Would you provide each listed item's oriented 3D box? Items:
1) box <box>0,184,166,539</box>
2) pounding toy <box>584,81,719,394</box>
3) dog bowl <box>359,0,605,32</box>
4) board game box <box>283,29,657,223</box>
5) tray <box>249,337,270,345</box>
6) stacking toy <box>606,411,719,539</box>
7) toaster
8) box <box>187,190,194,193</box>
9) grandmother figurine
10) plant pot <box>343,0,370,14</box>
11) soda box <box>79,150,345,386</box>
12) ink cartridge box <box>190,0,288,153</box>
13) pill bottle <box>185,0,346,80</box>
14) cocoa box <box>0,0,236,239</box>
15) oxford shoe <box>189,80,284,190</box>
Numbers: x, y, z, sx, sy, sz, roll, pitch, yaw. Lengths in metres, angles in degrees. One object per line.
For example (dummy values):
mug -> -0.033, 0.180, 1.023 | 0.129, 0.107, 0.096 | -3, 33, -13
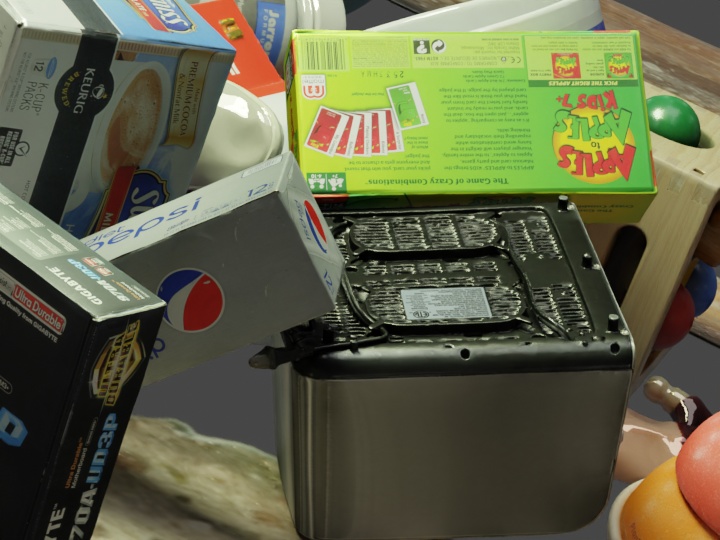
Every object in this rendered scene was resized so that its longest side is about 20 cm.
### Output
box -> -0.189, 0.038, 1.044 | 0.200, 0.159, 0.046 | 34, 26, 29
pounding toy -> 0.198, -0.030, 1.497 | 0.142, 0.200, 0.184 | 27, 22, 13
dog bowl -> 0.058, -0.117, 1.448 | 0.200, 0.079, 0.200 | -15, 11, 3
board game box -> 0.060, -0.080, 1.306 | 0.200, 0.048, 0.102 | -1, 70, -8
tray -> 0.000, 0.000, 1.423 | 0.200, 0.022, 0.108 | 5, 58, -34
stacking toy -> 0.228, 0.099, 1.204 | 0.146, 0.200, 0.146 | 17, 33, -12
toaster -> 0.035, 0.047, 1.219 | 0.200, 0.119, 0.181 | -2, 26, -6
box -> -0.185, -0.077, 1.487 | 0.200, 0.036, 0.143 | 28, 22, 19
grandmother figurine -> 0.179, 0.110, 1.352 | 0.200, 0.061, 0.121 | 20, 49, -10
plant pot -> -0.050, -0.289, 1.929 | 0.200, 0.200, 0.188 | 23, 37, 6
soda box -> -0.111, 0.016, 1.134 | 0.200, 0.068, 0.063 | -23, 18, 13
ink cartridge box -> -0.057, -0.101, 1.525 | 0.200, 0.047, 0.160 | 57, 29, 6
pill bottle -> -0.118, -0.184, 1.696 | 0.200, 0.114, 0.114 | 4, 27, -35
cocoa box -> -0.176, -0.065, 1.242 | 0.131, 0.200, 0.133 | 4, 28, -36
oxford shoe -> -0.139, -0.101, 1.434 | 0.200, 0.075, 0.058 | 23, -1, 23
